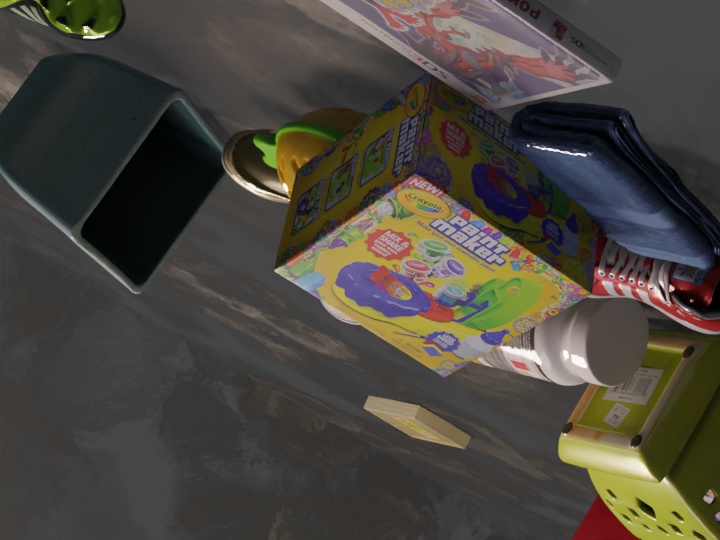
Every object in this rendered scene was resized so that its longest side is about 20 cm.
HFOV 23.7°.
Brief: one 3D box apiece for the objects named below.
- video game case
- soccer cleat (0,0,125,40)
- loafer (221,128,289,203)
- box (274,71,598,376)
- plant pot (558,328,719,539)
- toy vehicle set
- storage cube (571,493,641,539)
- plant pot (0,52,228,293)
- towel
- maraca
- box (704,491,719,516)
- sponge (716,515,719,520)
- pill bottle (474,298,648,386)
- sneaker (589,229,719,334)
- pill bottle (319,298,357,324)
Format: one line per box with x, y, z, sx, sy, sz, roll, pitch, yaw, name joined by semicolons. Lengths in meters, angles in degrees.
0.072;-0.181;1.266;0.182;0.023;0.200;31;167;-19;video game case
-0.288;-0.261;1.639;0.199;0.068;0.081;20;-176;33;soccer cleat
-0.045;-0.101;1.759;0.199;0.076;0.068;17;167;0;loafer
0.068;-0.036;1.475;0.200;0.122;0.192;32;137;-25;box
0.338;0.170;1.790;0.181;0.199;0.200;40;165;-24;plant pot
0.103;0.279;3.154;0.124;0.027;0.200;33;167;-24;toy vehicle set
0.439;0.435;2.636;0.171;0.180;0.200;29;177;35;storage cube
-0.296;-0.129;1.914;0.200;0.197;0.196;32;172;24;plant pot
0.210;-0.070;1.378;0.111;0.049;0.200;14;164;46;towel
-0.028;-0.096;1.632;0.137;0.107;0.200;43;161;-24;maraca
0.481;0.291;2.349;0.155;0.041;0.200;28;167;-5;box
0.577;0.384;2.564;0.200;0.030;0.111;32;167;-23;sponge
0.195;0.057;1.787;0.116;0.117;0.200;36;166;-37;pill bottle
0.254;-0.001;1.516;0.199;0.072;0.112;19;172;0;sneaker
0.000;0.000;1.980;0.111;0.112;0.200;25;169;7;pill bottle
